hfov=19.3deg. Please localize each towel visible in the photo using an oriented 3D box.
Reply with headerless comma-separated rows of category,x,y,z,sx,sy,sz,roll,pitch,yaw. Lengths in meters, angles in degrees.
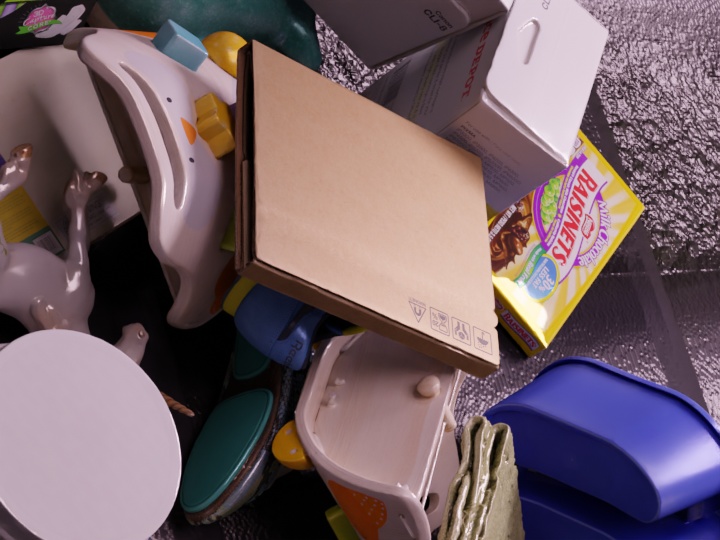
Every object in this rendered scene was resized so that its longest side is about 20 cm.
towel,0.076,0.203,1.358,0.201,0.036,0.149,78,23,-45

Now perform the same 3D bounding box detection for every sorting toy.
sorting toy,-0.118,-0.073,1.287,0.180,0.106,0.201,-5,74,-78
sorting toy,0.027,0.134,1.370,0.201,0.106,0.181,-71,150,-46

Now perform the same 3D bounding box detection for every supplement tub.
supplement tub,-0.198,0.126,1.136,0.144,0.200,0.145,19,55,-30

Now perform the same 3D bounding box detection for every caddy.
caddy,0.173,0.142,1.448,0.105,0.199,0.143,-22,122,-40

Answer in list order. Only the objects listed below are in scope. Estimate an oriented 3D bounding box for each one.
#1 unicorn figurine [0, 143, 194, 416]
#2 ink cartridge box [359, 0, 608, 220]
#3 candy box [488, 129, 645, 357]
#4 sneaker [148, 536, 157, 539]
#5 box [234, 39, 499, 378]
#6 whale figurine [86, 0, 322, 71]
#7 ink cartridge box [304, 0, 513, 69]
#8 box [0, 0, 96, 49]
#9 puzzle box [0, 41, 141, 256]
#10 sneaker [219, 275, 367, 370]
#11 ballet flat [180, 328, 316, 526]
unicorn figurine,-0.192,0.002,1.279,0.199,0.074,0.139,16,77,-27
ink cartridge box,0.070,-0.100,1.489,0.083,0.200,0.146,36,48,-18
candy box,0.146,-0.030,1.636,0.102,0.026,0.200,50,45,-10
sneaker,-0.075,0.203,1.254,0.199,0.115,0.081,38,46,-17
box,0.005,-0.037,1.308,0.199,0.021,0.165,24,49,-35
whale figurine,-0.101,-0.203,1.473,0.199,0.104,0.160,18,55,-30
ink cartridge box,0.041,-0.273,1.484,0.145,0.144,0.201,44,50,-25
box,-0.224,-0.248,1.313,0.148,0.200,0.125,-11,57,-43
puzzle box,-0.217,-0.067,1.354,0.200,0.025,0.134,-36,92,-46
sneaker,0.000,0.000,1.362,0.078,0.066,0.200,43,50,13
ballet flat,-0.059,0.092,1.370,0.074,0.074,0.201,33,52,-20
